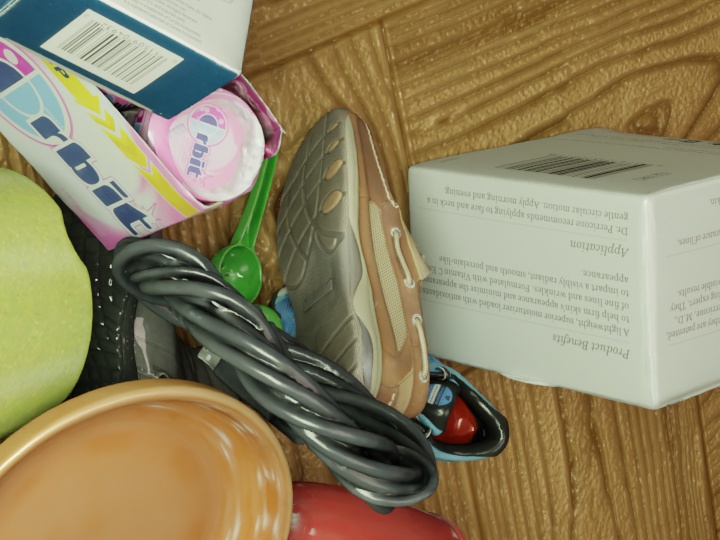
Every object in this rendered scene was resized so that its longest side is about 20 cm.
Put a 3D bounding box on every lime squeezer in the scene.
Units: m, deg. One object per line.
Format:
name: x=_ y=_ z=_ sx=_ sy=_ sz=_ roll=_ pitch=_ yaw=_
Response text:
lime squeezer: x=-0.050 y=0.014 z=1.040 sx=0.038 sy=0.071 sz=0.200 roll=49 pitch=20 yaw=-52

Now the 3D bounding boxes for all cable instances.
cable: x=-0.038 y=0.047 z=0.891 sx=0.051 sy=0.200 sz=0.163 roll=-47 pitch=145 yaw=-6

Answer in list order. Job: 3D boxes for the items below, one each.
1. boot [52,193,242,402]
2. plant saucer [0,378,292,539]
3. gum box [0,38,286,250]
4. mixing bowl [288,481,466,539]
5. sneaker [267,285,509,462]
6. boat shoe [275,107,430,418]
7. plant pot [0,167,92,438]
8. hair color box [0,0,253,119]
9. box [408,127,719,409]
boot: x=-0.116 y=0.038 z=1.010 sx=0.132 sy=0.070 sz=0.200 roll=17 pitch=75 yaw=-60
plant saucer: x=-0.126 y=0.136 z=0.888 sx=0.200 sy=0.037 sz=0.200 roll=-20 pitch=128 yaw=-28
gum box: x=-0.137 y=-0.103 z=0.881 sx=0.200 sy=0.113 sz=0.066 roll=49 pitch=62 yaw=-15
mixing bowl: x=-0.044 y=0.195 z=1.028 sx=0.108 sy=0.200 sz=0.200 roll=38 pitch=70 yaw=-22
sneaker: x=0.019 y=0.065 z=1.116 sx=0.200 sy=0.090 sz=0.078 roll=27 pitch=78 yaw=-39
boat shoe: x=0.000 y=0.000 z=1.062 sx=0.072 sy=0.076 sz=0.200 roll=15 pitch=59 yaw=-34
plant pot: x=-0.230 y=0.022 z=0.824 sx=0.184 sy=0.200 sz=0.201 roll=-10 pitch=105 yaw=-54
hair color box: x=-0.095 y=-0.179 z=0.820 sx=0.100 sy=0.061 sz=0.200 roll=26 pitch=57 yaw=-32
box: x=0.168 y=-0.010 z=1.171 sx=0.200 sy=0.199 sz=0.131 roll=-14 pitch=107 yaw=-42
